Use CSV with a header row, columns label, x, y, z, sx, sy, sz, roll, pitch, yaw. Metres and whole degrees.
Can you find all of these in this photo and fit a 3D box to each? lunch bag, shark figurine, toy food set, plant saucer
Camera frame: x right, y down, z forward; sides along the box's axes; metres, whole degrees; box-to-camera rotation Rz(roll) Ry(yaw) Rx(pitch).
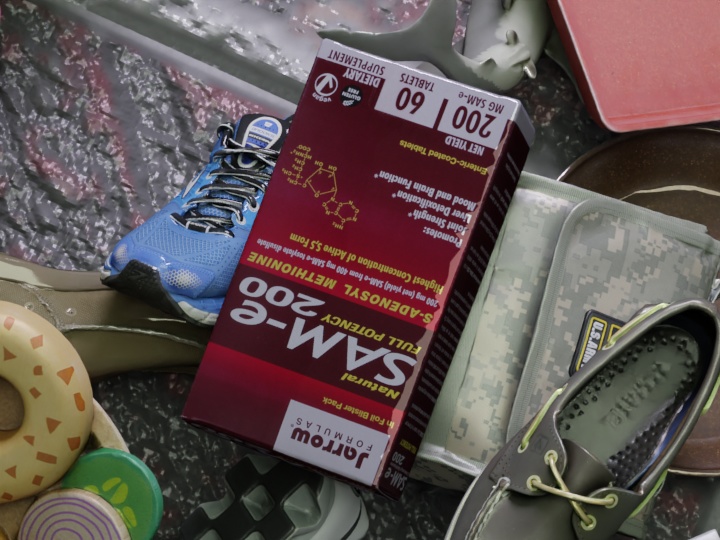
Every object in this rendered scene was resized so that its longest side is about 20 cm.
label,x,y,z,sx,sy,sz,roll,pitch,yaw
lunch bag,0.078,0.037,1.299,0.199,0.118,0.165,15,82,11
shark figurine,0.054,-0.123,1.386,0.089,0.214,0.128,-15,106,28
toy food set,-0.194,0.127,1.213,0.200,0.049,0.198,-28,94,7
plant saucer,0.181,0.019,1.387,0.200,0.037,0.201,2,73,-6
plant saucer,0.172,-0.170,1.414,0.199,0.037,0.201,-9,73,-34

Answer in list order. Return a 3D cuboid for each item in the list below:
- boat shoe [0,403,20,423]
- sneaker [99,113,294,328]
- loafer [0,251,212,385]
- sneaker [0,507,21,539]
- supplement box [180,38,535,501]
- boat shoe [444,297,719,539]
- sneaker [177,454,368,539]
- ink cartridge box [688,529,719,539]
label,x,y,z,sx,sy,sz,roll,pitch,yaw
boat shoe,-0.244,0.081,1.286,0.199,0.072,0.065,-4,116,13
sneaker,-0.068,-0.036,1.299,0.078,0.089,0.200,22,28,15
loafer,-0.150,0.037,1.332,0.199,0.076,0.068,9,72,8
sneaker,-0.200,0.150,1.272,0.070,0.093,0.200,36,71,-5
supplement box,0.000,0.000,1.232,0.109,0.061,0.201,18,84,14
boat shoe,0.105,0.093,1.199,0.072,0.060,0.202,38,72,6
sneaker,-0.077,0.174,1.296,0.200,0.089,0.074,-37,52,8
ink cartridge box,0.095,0.214,1.260,0.199,0.146,0.085,-20,74,-12
